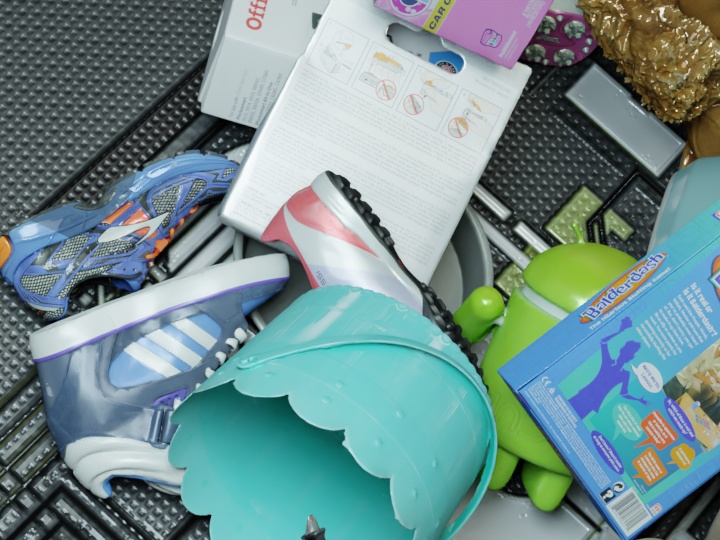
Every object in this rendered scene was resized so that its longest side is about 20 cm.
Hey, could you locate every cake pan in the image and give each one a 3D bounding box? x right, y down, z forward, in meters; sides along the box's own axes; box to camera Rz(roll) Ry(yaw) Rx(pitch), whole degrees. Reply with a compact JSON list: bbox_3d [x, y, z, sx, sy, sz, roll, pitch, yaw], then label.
[{"bbox_3d":[0.000,0.000,1.575,0.200,0.037,0.201,5,67,-12],"label":"cake pan"}]

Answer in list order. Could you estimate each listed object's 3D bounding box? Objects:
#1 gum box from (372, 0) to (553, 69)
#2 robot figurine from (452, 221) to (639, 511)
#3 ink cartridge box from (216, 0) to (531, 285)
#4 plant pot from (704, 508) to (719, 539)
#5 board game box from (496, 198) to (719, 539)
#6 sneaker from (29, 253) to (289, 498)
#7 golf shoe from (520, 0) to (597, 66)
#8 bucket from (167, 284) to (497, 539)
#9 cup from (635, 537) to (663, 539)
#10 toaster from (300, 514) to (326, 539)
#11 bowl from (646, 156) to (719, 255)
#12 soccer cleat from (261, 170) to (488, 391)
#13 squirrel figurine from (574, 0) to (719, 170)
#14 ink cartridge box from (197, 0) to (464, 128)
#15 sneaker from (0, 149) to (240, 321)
[{"bbox_3d":[0.064,-0.237,1.537,0.113,0.066,0.200,23,26,-18],"label":"gum box"},{"bbox_3d":[0.149,0.069,1.511,0.175,0.116,0.200,22,101,-7],"label":"robot figurine"},{"bbox_3d":[0.009,-0.091,1.523,0.161,0.050,0.200,27,85,-9],"label":"ink cartridge box"},{"bbox_3d":[0.347,0.204,1.512,0.174,0.200,0.200,29,63,16],"label":"plant pot"},{"bbox_3d":[0.217,0.069,1.443,0.200,0.045,0.152,-37,113,-2],"label":"board game box"},{"bbox_3d":[-0.125,0.082,1.483,0.200,0.081,0.147,-20,94,-18],"label":"sneaker"},{"bbox_3d":[0.098,-0.230,1.687,0.200,0.075,0.092,17,53,-14],"label":"golf shoe"},{"bbox_3d":[-0.014,0.119,1.419,0.207,0.207,0.135,38,52,3],"label":"bucket"},{"bbox_3d":[0.211,0.271,1.449,0.200,0.200,0.143,-16,49,-20],"label":"cup"},{"bbox_3d":[-0.053,0.290,1.359,0.119,0.181,0.200,-21,75,-20],"label":"toaster"},{"bbox_3d":[0.272,-0.006,1.581,0.105,0.201,0.201,15,63,13],"label":"bowl"},{"bbox_3d":[0.013,0.027,1.466,0.073,0.068,0.200,-37,86,8],"label":"soccer cleat"},{"bbox_3d":[0.256,-0.166,1.650,0.200,0.141,0.187,-17,91,-53],"label":"squirrel figurine"},{"bbox_3d":[-0.010,-0.167,1.596,0.200,0.084,0.146,16,45,-8],"label":"ink cartridge box"},{"bbox_3d":[-0.168,-0.024,1.531,0.200,0.075,0.079,-26,85,-15],"label":"sneaker"}]
